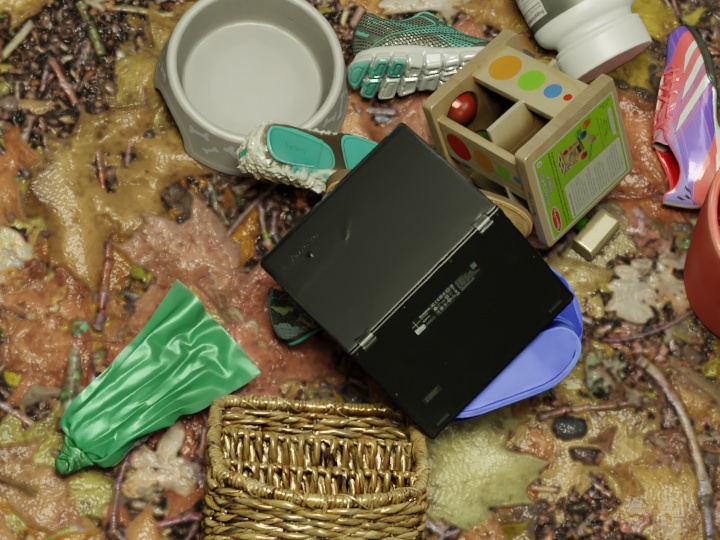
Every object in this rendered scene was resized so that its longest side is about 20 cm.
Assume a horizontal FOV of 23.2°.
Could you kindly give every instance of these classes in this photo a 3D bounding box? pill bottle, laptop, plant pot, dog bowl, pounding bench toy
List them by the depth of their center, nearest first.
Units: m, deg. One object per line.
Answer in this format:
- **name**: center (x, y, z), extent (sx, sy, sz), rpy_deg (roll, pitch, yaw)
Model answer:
- **laptop**: center (0.052, 0.009, 1.598), extent (0.187, 0.116, 0.200), rpy_deg (-44, 118, -2)
- **plant pot**: center (0.405, -0.015, 1.686), extent (0.200, 0.177, 0.201), rpy_deg (3, 69, -7)
- **pounding bench toy**: center (0.167, -0.110, 1.723), extent (0.124, 0.200, 0.156), rpy_deg (-42, 49, -17)
- **dog bowl**: center (-0.106, -0.195, 1.744), extent (0.200, 0.059, 0.200), rpy_deg (3, 70, -8)
- **pill bottle**: center (0.210, -0.298, 1.787), extent (0.114, 0.114, 0.200), rpy_deg (-26, 85, -16)

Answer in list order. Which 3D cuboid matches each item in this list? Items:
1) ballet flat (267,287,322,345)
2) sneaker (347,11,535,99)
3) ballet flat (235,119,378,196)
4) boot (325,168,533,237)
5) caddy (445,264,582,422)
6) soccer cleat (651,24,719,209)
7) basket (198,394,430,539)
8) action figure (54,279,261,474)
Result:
- **ballet flat**: center (0.000, 0.000, 1.676), extent (0.200, 0.074, 0.074), rpy_deg (-28, 76, -18)
- **sneaker**: center (0.083, -0.226, 1.775), extent (0.200, 0.078, 0.091), rpy_deg (3, 55, -15)
- **ballet flat**: center (-0.037, -0.101, 1.703), extent (0.200, 0.072, 0.072), rpy_deg (14, 65, -38)
- **boot**: center (0.063, -0.038, 1.646), extent (0.200, 0.074, 0.076), rpy_deg (8, 50, -3)
- **caddy**: center (0.116, 0.064, 1.656), extent (0.200, 0.105, 0.142), rpy_deg (-19, 90, -2)
- **soccer cleat**: center (0.329, -0.159, 1.789), extent (0.073, 0.068, 0.200), rpy_deg (-5, 73, -5)
- **basket**: center (-0.040, 0.186, 1.556), extent (0.200, 0.143, 0.149), rpy_deg (6, 85, -6)
- **action figure**: center (-0.205, 0.117, 1.620), extent (0.200, 0.055, 0.118), rpy_deg (-41, 82, -16)
